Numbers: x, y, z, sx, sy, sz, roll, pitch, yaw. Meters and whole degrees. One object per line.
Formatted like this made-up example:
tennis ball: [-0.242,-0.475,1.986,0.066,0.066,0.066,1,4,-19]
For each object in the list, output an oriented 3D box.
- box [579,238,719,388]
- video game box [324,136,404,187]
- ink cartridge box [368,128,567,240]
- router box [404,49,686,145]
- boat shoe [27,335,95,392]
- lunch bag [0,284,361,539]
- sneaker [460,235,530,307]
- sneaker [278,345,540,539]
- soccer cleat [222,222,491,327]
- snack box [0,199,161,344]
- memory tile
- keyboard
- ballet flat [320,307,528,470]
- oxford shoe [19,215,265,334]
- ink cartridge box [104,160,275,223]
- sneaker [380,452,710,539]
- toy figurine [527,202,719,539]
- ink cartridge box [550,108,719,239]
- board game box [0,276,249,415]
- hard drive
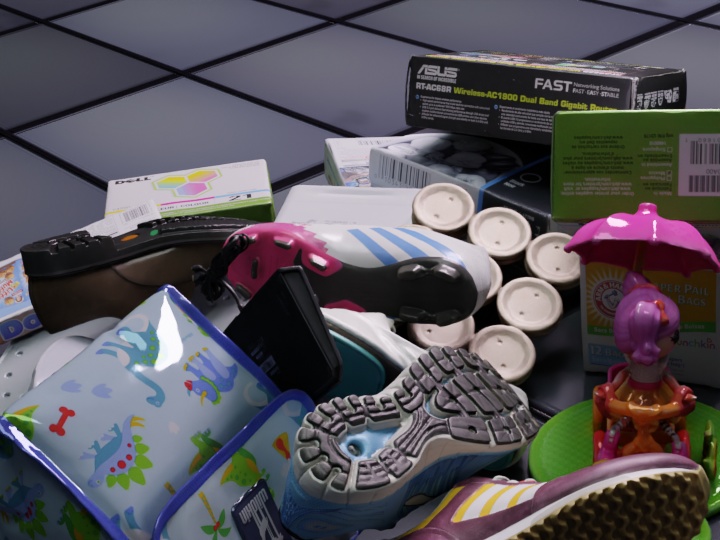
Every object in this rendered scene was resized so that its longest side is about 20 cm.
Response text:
box: [0.245,-0.008,1.087,0.112,0.102,0.200,5,29,23]
video game box: [0.076,-0.074,1.298,0.198,0.047,0.182,-2,24,-9]
ink cartridge box: [0.144,-0.087,1.233,0.197,0.044,0.199,23,32,37]
router box: [0.157,-0.144,1.190,0.198,0.063,0.150,10,13,27]
boat shoe: [-0.203,0.122,0.955,0.068,0.057,0.201,24,31,-17]
lunch bag: [-0.109,0.135,0.847,0.200,0.128,0.170,44,43,5]
sneaker: [0.059,0.014,1.144,0.198,0.076,0.079,1,39,31]
sneaker: [0.025,0.109,0.863,0.199,0.090,0.079,-11,54,-41]
soccer cleat: [0.000,0.000,1.031,0.198,0.070,0.086,9,22,18]
snack box: [-0.244,0.009,1.116,0.199,0.024,0.072,-23,43,-7]
memory tile: [0.070,0.026,1.054,0.152,0.017,0.201,24,57,17]
keyboard: [-0.065,0.036,0.921,0.020,0.128,0.200,-26,-7,-25]
ballet flat: [0.026,0.069,0.969,0.199,0.070,0.070,27,33,5]
oxford shoe: [-0.149,0.005,1.061,0.198,0.085,0.073,-12,11,-21]
ink cartridge box: [-0.154,-0.058,1.298,0.146,0.076,0.200,-9,28,-3]
sneaker: [0.099,0.143,0.820,0.199,0.075,0.090,-22,28,1]
toy figurine: [0.172,0.057,0.883,0.149,0.186,0.200,-1,28,12]
ink cartridge box: [0.221,-0.058,1.009,0.146,0.077,0.200,1,-6,16]
board game box: [-0.173,0.065,1.070,0.198,0.026,0.201,5,46,23]
hard drive: [-0.031,0.014,1.111,0.131,0.027,0.201,4,49,27]
